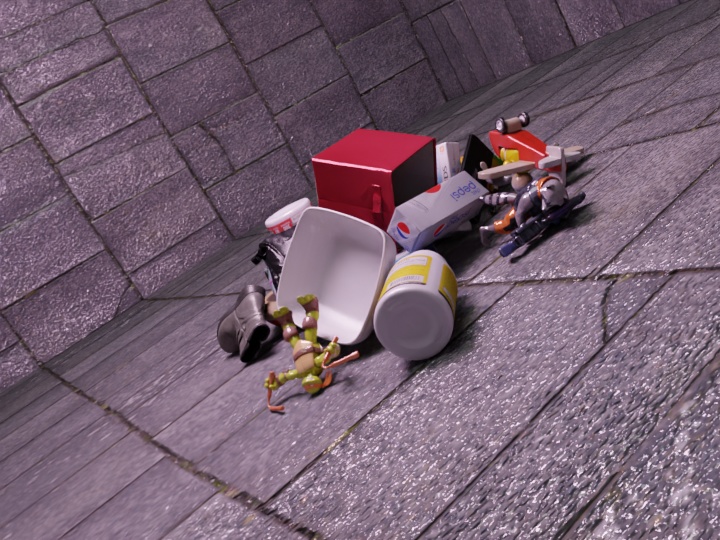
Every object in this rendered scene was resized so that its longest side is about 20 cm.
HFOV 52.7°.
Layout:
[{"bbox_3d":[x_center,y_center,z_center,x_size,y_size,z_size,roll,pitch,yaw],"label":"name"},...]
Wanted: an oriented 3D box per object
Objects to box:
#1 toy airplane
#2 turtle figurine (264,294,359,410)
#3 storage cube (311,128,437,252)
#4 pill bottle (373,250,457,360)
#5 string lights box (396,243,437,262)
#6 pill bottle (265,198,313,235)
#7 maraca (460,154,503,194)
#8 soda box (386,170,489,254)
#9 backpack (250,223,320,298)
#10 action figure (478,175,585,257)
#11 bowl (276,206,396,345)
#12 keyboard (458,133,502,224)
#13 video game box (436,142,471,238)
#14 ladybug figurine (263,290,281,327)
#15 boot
[{"bbox_3d":[0.345,-0.215,1.465,0.199,0.142,0.200,12,38,11],"label":"toy airplane"},{"bbox_3d":[-0.077,0.122,1.125,0.064,0.162,0.200,18,-42,-43],"label":"turtle figurine"},{"bbox_3d":[0.033,-0.160,1.413,0.179,0.172,0.200,13,36,29],"label":"storage cube"},{"bbox_3d":[0.087,0.040,1.070,0.111,0.112,0.200,-25,14,19],"label":"pill bottle"},{"bbox_3d":[0.095,0.009,1.275,0.102,0.059,0.200,-28,14,9],"label":"string lights box"},{"bbox_3d":[-0.118,-0.049,1.630,0.113,0.201,0.114,-28,14,7],"label":"pill bottle"},{"bbox_3d":[0.261,-0.204,1.607,0.199,0.107,0.137,-23,-27,-42],"label":"maraca"},{"bbox_3d":[0.141,-0.107,1.314,0.200,0.068,0.064,-30,-26,-36],"label":"soda box"},{"bbox_3d":[-0.092,0.013,1.352,0.166,0.127,0.201,-30,56,11],"label":"backpack"},{"bbox_3d":[0.269,-0.101,1.229,0.200,0.105,0.193,-34,3,-29],"label":"action figure"},{"bbox_3d":[-0.032,0.011,1.195,0.199,0.201,0.074,21,6,37],"label":"bowl"},{"bbox_3d":[0.243,-0.176,1.482,0.021,0.127,0.201,-23,38,45],"label":"keyboard"},{"bbox_3d":[0.135,-0.153,1.526,0.047,0.184,0.199,-2,-8,-40],"label":"video game box"},{"bbox_3d":[-0.140,0.071,1.516,0.135,0.072,0.200,-35,15,-18],"label":"ladybug figurine"},{"bbox_3d":[-0.240,0.135,1.470,0.200,0.067,0.131,-58,31,37],"label":"boot"}]
